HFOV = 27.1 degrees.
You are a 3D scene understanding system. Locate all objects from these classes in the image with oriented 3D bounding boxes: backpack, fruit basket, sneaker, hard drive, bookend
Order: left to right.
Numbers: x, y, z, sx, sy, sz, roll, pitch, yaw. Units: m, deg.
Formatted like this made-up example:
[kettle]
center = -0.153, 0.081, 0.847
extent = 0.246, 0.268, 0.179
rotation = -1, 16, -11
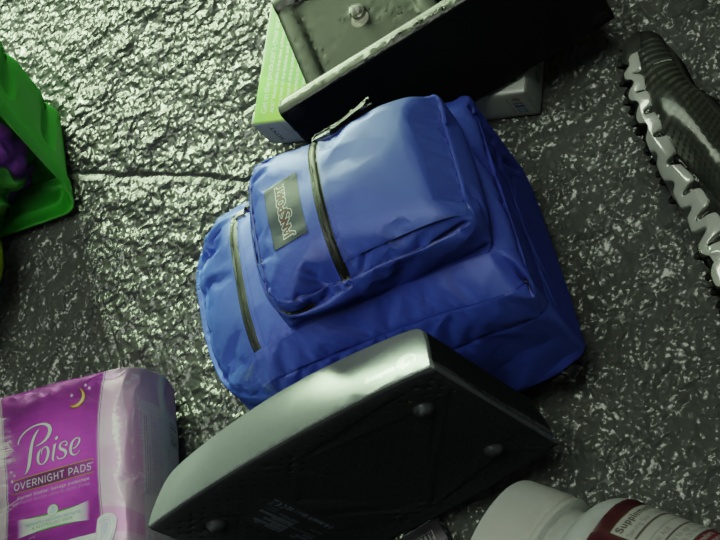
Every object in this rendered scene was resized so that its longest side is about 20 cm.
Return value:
[fruit basket]
center = -0.315, -0.045, 1.070
extent = 0.215, 0.156, 0.216
rotation = -18, 43, 18
[hard drive]
center = -0.007, 0.106, 0.826
extent = 0.200, 0.135, 0.042
rotation = -32, 48, 26
[backpack]
center = 0.000, 0.000, 0.866
extent = 0.199, 0.168, 0.163
rotation = -26, 47, 17
[bookend]
center = 0.024, -0.200, 0.945
extent = 0.198, 0.092, 0.201
rotation = -29, 57, 13
[sneaker]
center = 0.214, -0.061, 0.846
extent = 0.090, 0.066, 0.201
rotation = -25, 62, 12

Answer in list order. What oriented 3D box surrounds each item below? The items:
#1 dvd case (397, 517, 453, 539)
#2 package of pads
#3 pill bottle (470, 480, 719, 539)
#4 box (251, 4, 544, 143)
[dvd case]
center = 0.017, 0.252, 0.813
extent = 0.148, 0.016, 0.200
rotation = -32, 48, 8
[package of pads]
center = -0.171, 0.167, 0.932
extent = 0.120, 0.076, 0.201
rotation = -16, 62, 17
[pill bottle]
center = 0.153, 0.180, 0.734
extent = 0.199, 0.114, 0.115
rotation = 17, 76, 32
[box]
center = 0.028, -0.164, 1.004
extent = 0.199, 0.036, 0.145
rotation = -3, 67, 25
